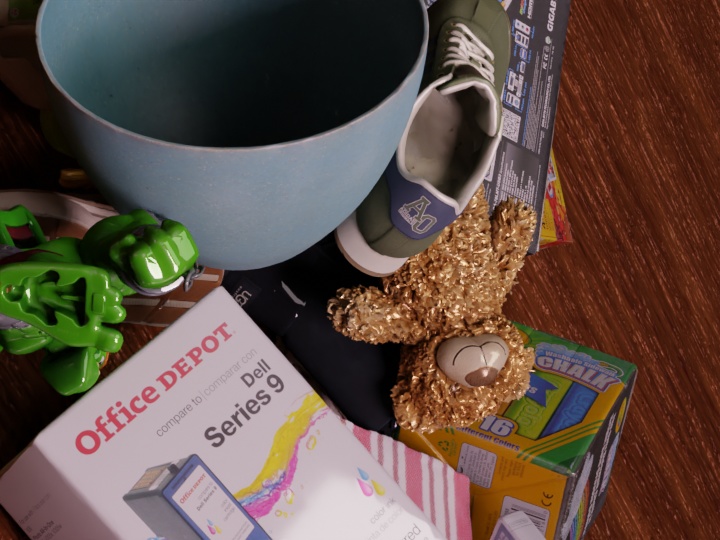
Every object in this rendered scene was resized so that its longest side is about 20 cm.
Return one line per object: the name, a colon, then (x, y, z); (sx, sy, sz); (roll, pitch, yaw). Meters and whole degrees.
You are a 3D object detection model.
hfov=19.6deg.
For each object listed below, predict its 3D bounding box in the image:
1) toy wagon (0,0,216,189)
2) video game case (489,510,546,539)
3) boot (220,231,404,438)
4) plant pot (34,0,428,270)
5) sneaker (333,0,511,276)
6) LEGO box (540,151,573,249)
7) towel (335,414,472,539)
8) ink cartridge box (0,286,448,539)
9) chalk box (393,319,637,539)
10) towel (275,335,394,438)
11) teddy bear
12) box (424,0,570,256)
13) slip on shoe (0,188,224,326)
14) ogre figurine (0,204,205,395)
toy wagon: (-0.155, -0.145, 1.156); (0.155, 0.040, 0.200); (-5, 106, -32)
video game case: (0.113, 0.278, 1.279); (0.023, 0.200, 0.182); (-12, 47, -34)
boot: (0.000, 0.000, 1.322); (0.168, 0.076, 0.200); (42, 43, -5)
plant pot: (-0.066, -0.080, 1.110); (0.135, 0.200, 0.200); (91, 12, -45)
sneaker: (0.055, -0.091, 1.168); (0.067, 0.090, 0.200); (33, 58, -15)
LEGO box: (0.083, -0.111, 1.543); (0.149, 0.077, 0.200); (2, 75, -70)
towel: (0.006, 0.168, 1.223); (0.200, 0.030, 0.147); (29, 51, -47)
ink cartridge box: (-0.069, 0.132, 1.079); (0.200, 0.088, 0.145); (48, 54, 3)
chalk box: (0.105, 0.118, 1.415); (0.200, 0.124, 0.125); (-47, 152, -57)
towel: (0.001, 0.036, 1.407); (0.133, 0.034, 0.200); (53, 36, -35)
teddy bear: (0.046, -0.005, 1.224); (0.145, 0.067, 0.200); (3, 83, -38)
box: (0.042, -0.130, 1.313); (0.198, 0.050, 0.200); (23, 67, -36)
slip on shoe: (-0.159, -0.014, 1.139); (0.200, 0.076, 0.061); (6, 32, -50)
ogre figurine: (-0.160, 0.018, 1.002); (0.098, 0.200, 0.120); (44, 17, -4)
